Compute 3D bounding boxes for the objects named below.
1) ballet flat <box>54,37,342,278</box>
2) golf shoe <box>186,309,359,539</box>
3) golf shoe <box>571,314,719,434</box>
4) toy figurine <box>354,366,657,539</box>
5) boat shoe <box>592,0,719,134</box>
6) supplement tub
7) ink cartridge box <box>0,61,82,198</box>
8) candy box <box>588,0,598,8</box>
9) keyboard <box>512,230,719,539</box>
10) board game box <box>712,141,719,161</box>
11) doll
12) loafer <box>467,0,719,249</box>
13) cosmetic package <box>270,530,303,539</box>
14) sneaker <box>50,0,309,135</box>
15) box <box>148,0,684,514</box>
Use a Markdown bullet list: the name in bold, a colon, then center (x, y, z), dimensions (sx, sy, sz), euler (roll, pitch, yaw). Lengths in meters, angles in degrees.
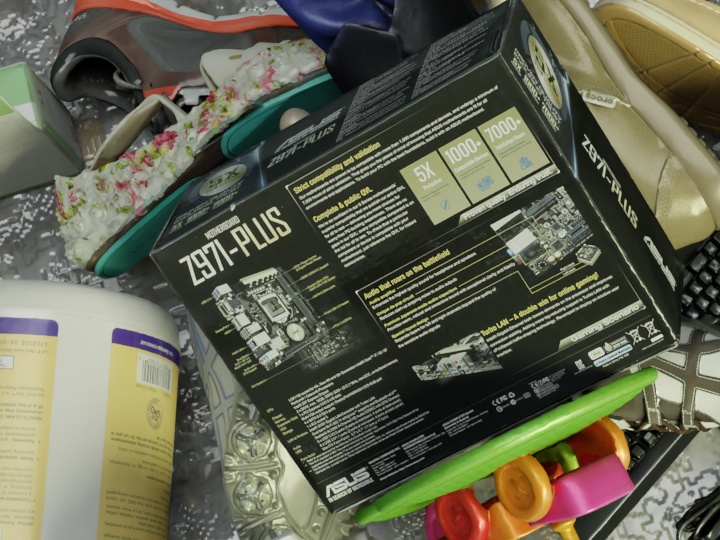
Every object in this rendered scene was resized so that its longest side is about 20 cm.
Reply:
- **ballet flat**: center (-0.081, -0.074, 1.110), dimensions (0.199, 0.076, 0.064), euler (-35, 73, 7)
- **golf shoe**: center (-0.051, 0.062, 1.147), dimensions (0.078, 0.097, 0.202), euler (-12, 101, -15)
- **golf shoe**: center (0.164, 0.061, 1.106), dimensions (0.200, 0.078, 0.095), euler (38, 91, 28)
- **toy figurine**: center (0.099, 0.169, 1.036), dimensions (0.149, 0.200, 0.185), euler (-20, 82, -37)
- **boat shoe**: center (0.210, -0.111, 1.137), dimensions (0.199, 0.074, 0.070), euler (27, 69, -20)
- **supplement tub**: center (-0.170, 0.116, 1.106), dimensions (0.144, 0.145, 0.202), euler (2, 77, 7)
- **ink cartridge box**: center (-0.239, -0.071, 1.130), dimensions (0.144, 0.200, 0.048), euler (-16, 77, 2)
- **candy box**: center (0.085, -0.172, 1.186), dimensions (0.200, 0.072, 0.168), euler (-42, 76, -4)
- **keyboard**: center (0.177, 0.069, 1.144), dimensions (0.127, 0.021, 0.200), euler (40, 84, 14)
- **board game box**: center (0.302, -0.051, 1.096), dimensions (0.199, 0.064, 0.148), euler (-33, 108, -5)
- **doll**: center (0.014, -0.110, 1.051), dimensions (0.136, 0.048, 0.200), euler (-37, 104, 6)
- **loafer**: center (0.107, -0.086, 1.088), dimensions (0.067, 0.076, 0.200), euler (-40, 74, -6)
- **cosmetic package**: center (-0.034, 0.201, 1.042), dimensions (0.084, 0.200, 0.108), euler (-27, 77, 1)
- **sneaker**: center (-0.080, -0.096, 1.173), dimensions (0.198, 0.077, 0.082), euler (12, 51, 20)
- **box**: center (0.029, -0.005, 1.021), dimensions (0.199, 0.086, 0.164), euler (-29, 107, 21)
